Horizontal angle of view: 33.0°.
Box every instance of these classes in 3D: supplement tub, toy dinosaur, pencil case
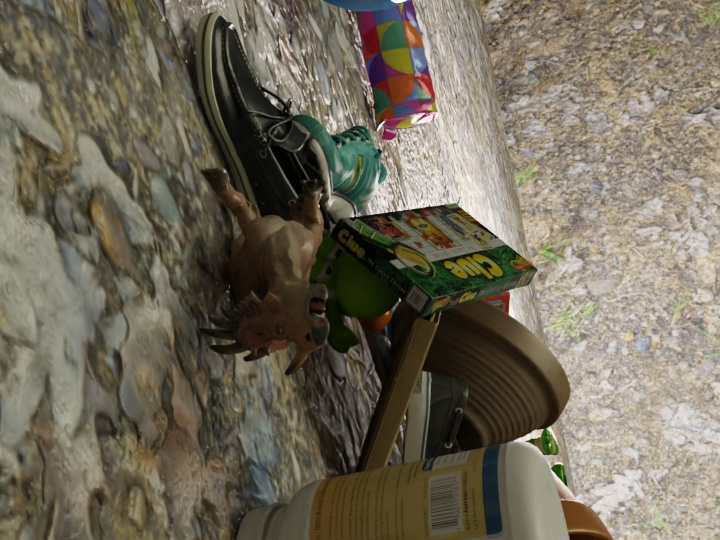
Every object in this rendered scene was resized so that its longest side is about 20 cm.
[{"bbox_3d":[0.032,0.197,0.783,0.145,0.198,0.146,-13,90,-77],"label":"supplement tub"},{"bbox_3d":[-0.063,0.009,0.845,0.200,0.085,0.137,99,-9,-81],"label":"toy dinosaur"},{"bbox_3d":[0.038,-0.273,1.542,0.088,0.088,0.202,13,67,-75],"label":"pencil case"}]

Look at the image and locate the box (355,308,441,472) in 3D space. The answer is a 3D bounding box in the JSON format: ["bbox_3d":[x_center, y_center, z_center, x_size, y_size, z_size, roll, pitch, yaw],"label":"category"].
[{"bbox_3d":[0.034,0.094,1.048,0.164,0.021,0.201,-70,178,-66],"label":"box"}]

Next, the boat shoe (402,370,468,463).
[{"bbox_3d":[0.069,0.175,1.165,0.069,0.056,0.201,-86,178,-46],"label":"boat shoe"}]

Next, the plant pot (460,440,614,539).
[{"bbox_3d":[0.148,0.272,1.261,0.201,0.199,0.141,61,4,-49],"label":"plant pot"}]

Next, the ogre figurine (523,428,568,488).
[{"bbox_3d":[0.218,0.274,1.672,0.099,0.119,0.201,-79,152,-51],"label":"ogre figurine"}]

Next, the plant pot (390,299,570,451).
[{"bbox_3d":[0.102,0.114,1.223,0.093,0.200,0.202,-53,140,-26],"label":"plant pot"}]

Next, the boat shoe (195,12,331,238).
[{"bbox_3d":[-0.074,-0.104,0.937,0.075,0.062,0.201,-66,140,-66],"label":"boat shoe"}]

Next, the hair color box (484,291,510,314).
[{"bbox_3d":[0.130,0.083,1.442,0.111,0.063,0.201,-109,-166,-54],"label":"hair color box"}]

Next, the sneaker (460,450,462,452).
[{"bbox_3d":[0.099,0.159,1.373,0.074,0.079,0.202,48,30,-60],"label":"sneaker"}]

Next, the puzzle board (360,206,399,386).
[{"bbox_3d":[0.015,0.018,1.292,0.151,0.017,0.201,-73,148,-65],"label":"puzzle board"}]

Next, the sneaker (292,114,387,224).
[{"bbox_3d":[-0.024,-0.099,1.066,0.078,0.080,0.200,46,0,15],"label":"sneaker"}]

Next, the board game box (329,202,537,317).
[{"bbox_3d":[0.067,-0.014,1.024,0.105,0.024,0.199,43,26,20],"label":"board game box"}]

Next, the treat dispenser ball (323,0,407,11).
[{"bbox_3d":[0.005,-0.362,1.209,0.201,0.199,0.203,-13,90,-77],"label":"treat dispenser ball"}]

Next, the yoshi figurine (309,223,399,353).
[{"bbox_3d":[0.008,0.013,1.077,0.200,0.111,0.114,24,60,-70],"label":"yoshi figurine"}]
